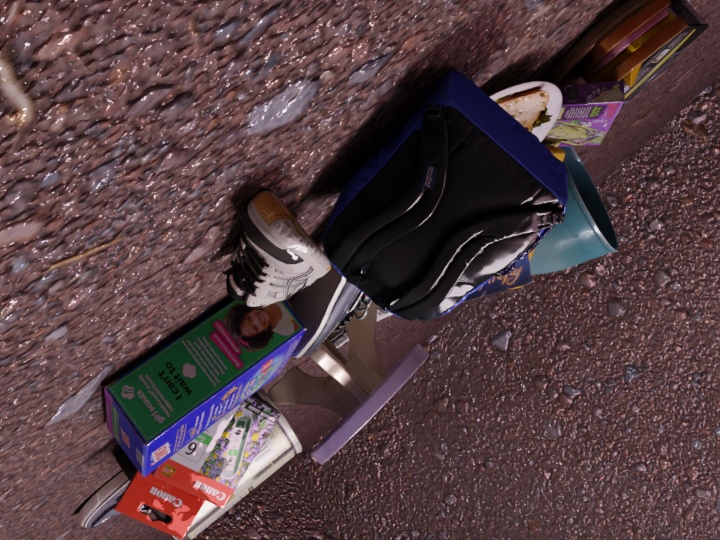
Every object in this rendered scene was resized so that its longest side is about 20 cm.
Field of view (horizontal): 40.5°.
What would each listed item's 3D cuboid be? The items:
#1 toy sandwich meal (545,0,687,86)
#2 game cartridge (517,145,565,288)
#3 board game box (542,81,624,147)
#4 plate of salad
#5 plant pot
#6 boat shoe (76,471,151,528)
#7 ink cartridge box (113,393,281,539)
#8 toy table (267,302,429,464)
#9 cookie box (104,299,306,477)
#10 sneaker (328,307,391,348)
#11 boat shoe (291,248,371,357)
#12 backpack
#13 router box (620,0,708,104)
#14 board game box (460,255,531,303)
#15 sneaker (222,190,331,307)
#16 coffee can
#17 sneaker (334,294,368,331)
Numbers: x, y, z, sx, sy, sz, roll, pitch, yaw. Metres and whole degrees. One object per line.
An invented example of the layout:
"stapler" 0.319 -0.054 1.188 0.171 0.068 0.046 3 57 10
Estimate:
"toy sandwich meal" 0.309 -0.254 1.181 0.205 0.070 0.205 -39 170 -8
"game cartridge" 0.172 -0.061 1.250 0.176 0.032 0.201 -8 120 -40
"board game box" 0.247 -0.186 1.192 0.119 0.033 0.200 2 173 6
"plate of salad" 0.143 -0.130 1.077 0.199 0.048 0.200 -27 158 -12
"plant pot" 0.272 -0.080 1.524 0.187 0.201 0.200 -27 175 21
"boat shoe" -0.311 0.327 1.402 0.200 0.093 0.075 -41 170 8
"ink cartridge box" -0.194 0.228 1.169 0.201 0.109 0.050 -58 -149 -4
"toy table" -0.020 0.140 1.275 0.200 0.117 0.184 -44 178 -11
"cookie box" -0.167 0.115 1.030 0.200 0.075 0.171 -37 171 -24
"sneaker" -0.002 0.052 1.435 0.199 0.078 0.099 -29 175 -11
"boat shoe" -0.022 0.015 1.050 0.062 0.075 0.201 6 123 -33
"backpack" 0.075 -0.060 0.901 0.200 0.162 0.168 -46 -172 27
"router box" 0.374 -0.283 1.352 0.200 0.052 0.157 -45 169 31
"board game box" 0.083 -0.014 1.077 0.135 0.035 0.200 -15 -159 -14
"sneaker" -0.077 -0.004 0.831 0.087 0.076 0.200 -37 169 -3
"coffee can" -0.198 0.243 1.288 0.200 0.147 0.146 -37 170 -16
"sneaker" 0.000 0.001 1.232 0.200 0.070 0.093 -42 -167 -16
